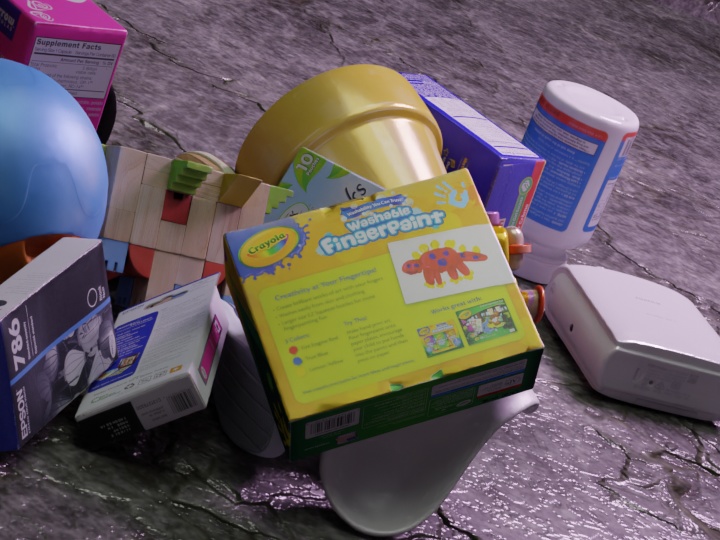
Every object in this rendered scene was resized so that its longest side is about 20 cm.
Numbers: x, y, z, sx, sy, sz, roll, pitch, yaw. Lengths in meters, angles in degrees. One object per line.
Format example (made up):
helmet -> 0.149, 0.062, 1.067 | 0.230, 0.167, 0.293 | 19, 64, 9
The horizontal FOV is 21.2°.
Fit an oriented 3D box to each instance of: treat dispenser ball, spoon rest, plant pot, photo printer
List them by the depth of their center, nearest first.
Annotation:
spoon rest -> 0.057, 0.127, 1.464 | 0.199, 0.061, 0.100 | -28, 85, -26
treat dispenser ball -> -0.295, -0.064, 1.484 | 0.199, 0.202, 0.201 | 19, 21, -8
plant pot -> 0.008, -0.059, 1.823 | 0.200, 0.201, 0.190 | 1, 45, -43
photo printer -> 0.280, 0.065, 1.935 | 0.165, 0.070, 0.200 | 15, 22, -20

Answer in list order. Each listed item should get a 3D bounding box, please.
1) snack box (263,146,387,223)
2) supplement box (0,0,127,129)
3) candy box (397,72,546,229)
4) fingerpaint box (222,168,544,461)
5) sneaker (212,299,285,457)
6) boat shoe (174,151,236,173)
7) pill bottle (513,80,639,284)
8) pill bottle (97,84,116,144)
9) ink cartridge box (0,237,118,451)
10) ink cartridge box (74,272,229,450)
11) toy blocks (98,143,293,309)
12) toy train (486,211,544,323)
snack box -> 0.000, 0.000, 1.688 | 0.199, 0.143, 0.053 | 28, -10, 19
supplement box -> -0.294, -0.143, 1.678 | 0.103, 0.201, 0.101 | 1, 29, -44
candy box -> 0.077, -0.084, 1.955 | 0.077, 0.170, 0.200 | -2, 32, -42
fingerpaint box -> 0.014, 0.032, 1.446 | 0.198, 0.074, 0.168 | -16, 62, -12
sneaker -> -0.079, 0.082, 1.528 | 0.070, 0.073, 0.200 | 13, 24, -28
boat shoe -> -0.143, -0.051, 1.806 | 0.076, 0.072, 0.200 | -11, 34, -29
pill bottle -> 0.212, -0.092, 2.067 | 0.111, 0.201, 0.112 | 20, 20, -8
pill bottle -> -0.338, -0.180, 1.853 | 0.199, 0.113, 0.111 | 33, 23, 27
ink cartridge box -> -0.235, 0.057, 1.357 | 0.039, 0.100, 0.200 | 4, 24, 21
ink cartridge box -> -0.154, 0.065, 1.471 | 0.094, 0.037, 0.200 | -21, 21, 11
toy blocks -> -0.162, -0.022, 1.619 | 0.199, 0.138, 0.100 | 14, -3, -36
toy train -> 0.137, 0.032, 1.773 | 0.055, 0.151, 0.201 | -3, 30, 0
